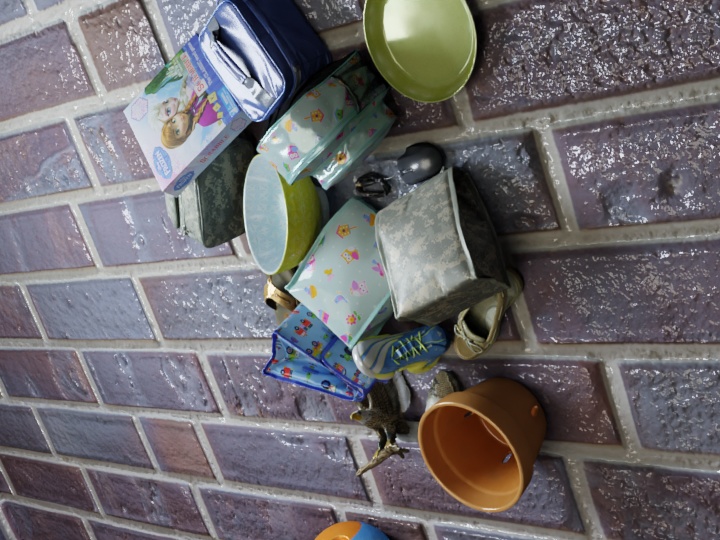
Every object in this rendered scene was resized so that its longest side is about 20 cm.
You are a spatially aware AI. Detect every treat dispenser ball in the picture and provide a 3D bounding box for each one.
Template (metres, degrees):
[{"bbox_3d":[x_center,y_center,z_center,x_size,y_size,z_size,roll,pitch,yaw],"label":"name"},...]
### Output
[{"bbox_3d":[-0.016,0.602,2.066,0.199,0.200,0.204,22,129,31],"label":"treat dispenser ball"}]

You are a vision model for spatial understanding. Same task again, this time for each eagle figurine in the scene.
[{"bbox_3d":[0.020,0.244,1.878,0.151,0.150,0.203,67,-178,-68],"label":"eagle figurine"}]

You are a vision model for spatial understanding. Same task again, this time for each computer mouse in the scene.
[{"bbox_3d":[0.055,-0.152,1.651,0.199,0.034,0.059,-21,101,48],"label":"computer mouse"}]

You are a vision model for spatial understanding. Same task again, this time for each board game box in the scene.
[{"bbox_3d":[-0.296,-0.266,1.776,0.199,0.041,0.201,-42,59,17],"label":"board game box"}]

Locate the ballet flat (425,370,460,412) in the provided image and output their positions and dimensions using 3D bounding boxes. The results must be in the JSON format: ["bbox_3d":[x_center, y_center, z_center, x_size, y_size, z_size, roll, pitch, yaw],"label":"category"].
[{"bbox_3d":[0.140,0.274,1.810,0.067,0.075,0.203,19,127,34],"label":"ballet flat"}]

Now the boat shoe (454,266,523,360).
[{"bbox_3d":[0.190,0.078,1.649,0.073,0.063,0.202,43,136,13],"label":"boat shoe"}]

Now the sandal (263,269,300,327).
[{"bbox_3d":[-0.152,0.055,1.955,0.079,0.054,0.203,12,123,37],"label":"sandal"}]

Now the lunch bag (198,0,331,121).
[{"bbox_3d":[-0.162,-0.350,1.652,0.201,0.132,0.136,52,138,3],"label":"lunch bag"}]

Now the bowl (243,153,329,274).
[{"bbox_3d":[-0.116,-0.099,1.768,0.200,0.106,0.204,25,118,60],"label":"bowl"}]

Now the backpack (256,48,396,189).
[{"bbox_3d":[-0.054,-0.215,1.588,0.154,0.199,0.175,53,137,0],"label":"backpack"}]

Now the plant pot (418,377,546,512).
[{"bbox_3d":[0.211,0.267,1.692,0.198,0.140,0.203,23,129,30],"label":"plant pot"}]

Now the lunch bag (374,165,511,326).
[{"bbox_3d":[0.117,-0.039,1.582,0.163,0.117,0.203,-29,64,34],"label":"lunch bag"}]

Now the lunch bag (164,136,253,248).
[{"bbox_3d":[-0.289,-0.161,1.891,0.167,0.138,0.203,32,135,37],"label":"lunch bag"}]

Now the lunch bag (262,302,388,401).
[{"bbox_3d":[-0.042,0.147,1.767,0.197,0.151,0.095,24,120,11],"label":"lunch bag"}]

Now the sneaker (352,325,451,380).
[{"bbox_3d":[0.076,0.120,1.702,0.105,0.198,0.076,-43,65,31],"label":"sneaker"}]

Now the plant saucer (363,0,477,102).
[{"bbox_3d":[0.090,-0.344,1.501,0.198,0.031,0.203,22,128,31],"label":"plant saucer"}]

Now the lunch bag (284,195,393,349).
[{"bbox_3d":[0.000,0.000,1.730,0.170,0.122,0.201,39,103,16],"label":"lunch bag"}]
